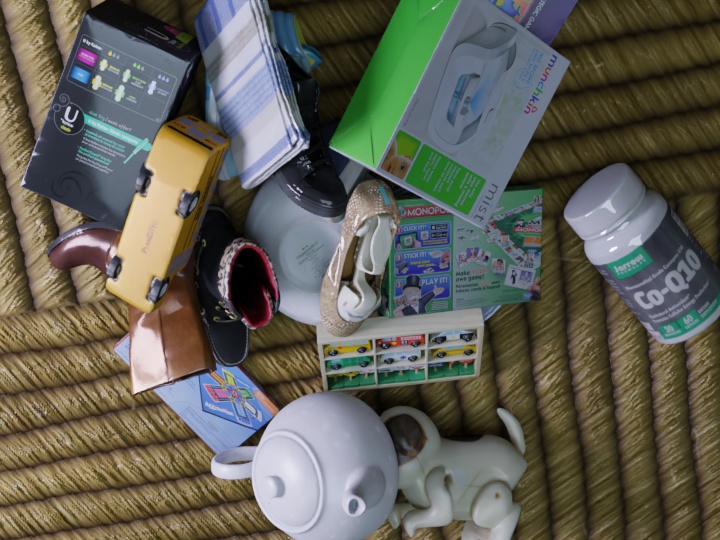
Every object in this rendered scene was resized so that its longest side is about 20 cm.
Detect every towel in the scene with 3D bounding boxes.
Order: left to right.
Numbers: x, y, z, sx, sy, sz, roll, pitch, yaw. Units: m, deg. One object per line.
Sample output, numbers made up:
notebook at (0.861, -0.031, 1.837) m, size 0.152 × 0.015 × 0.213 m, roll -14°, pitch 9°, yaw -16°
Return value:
towel at (-0.114, -0.197, 1.195) m, size 0.024 × 0.146 × 0.203 m, roll -13°, pitch 81°, yaw -32°

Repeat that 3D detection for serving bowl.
serving bowl at (-0.047, -0.024, 1.352) m, size 0.196 × 0.066 × 0.204 m, roll 3°, pitch 107°, yaw 10°

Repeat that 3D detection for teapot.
teapot at (-0.063, 0.242, 1.382) m, size 0.201 × 0.145 × 0.199 m, roll -51°, pitch 61°, yaw 34°

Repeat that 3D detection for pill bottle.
pill bottle at (0.335, -0.021, 1.367) m, size 0.113 × 0.113 × 0.200 m, roll -40°, pitch 106°, yaw 11°

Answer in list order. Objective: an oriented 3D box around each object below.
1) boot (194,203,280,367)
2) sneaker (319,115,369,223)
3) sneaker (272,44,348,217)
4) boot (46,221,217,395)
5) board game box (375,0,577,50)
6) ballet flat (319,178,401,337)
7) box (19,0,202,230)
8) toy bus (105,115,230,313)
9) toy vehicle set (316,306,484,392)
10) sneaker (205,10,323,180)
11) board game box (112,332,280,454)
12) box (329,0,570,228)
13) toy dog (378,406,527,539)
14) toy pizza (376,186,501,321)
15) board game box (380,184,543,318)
boot at (-0.145, 0.035, 1.340) m, size 0.072 × 0.150 × 0.204 m, roll -11°, pitch 109°, yaw -24°
sneaker at (-0.011, -0.152, 1.299) m, size 0.084 × 0.075 × 0.201 m, roll 29°, pitch 65°, yaw 11°
sneaker at (-0.070, -0.156, 1.214) m, size 0.059 × 0.200 × 0.105 m, roll -19°, pitch 149°, yaw -38°
boot at (-0.265, 0.042, 1.338) m, size 0.185 × 0.068 × 0.204 m, roll -12°, pitch 81°, yaw 7°
board game box at (0.135, -0.287, 1.297) m, size 0.164 × 0.057 × 0.202 m, roll 29°, pitch 105°, yaw -11°
ballet flat at (0.000, 0.000, 1.279) m, size 0.069 × 0.065 × 0.203 m, roll -4°, pitch 122°, yaw -24°
box at (-0.266, -0.174, 1.269) m, size 0.123 × 0.149 × 0.202 m, roll 23°, pitch 106°, yaw -8°
toy bus at (-0.207, -0.059, 1.245) m, size 0.064 × 0.078 × 0.202 m, roll 27°, pitch 115°, yaw 7°
toy vehicle set at (0.048, 0.098, 1.404) m, size 0.196 × 0.027 × 0.125 m, roll -6°, pitch 146°, yaw 0°
sneaker at (-0.108, -0.198, 1.306) m, size 0.128 × 0.080 × 0.203 m, roll 3°, pitch 110°, yaw -2°
board game box at (-0.202, 0.134, 1.446) m, size 0.103 × 0.019 × 0.200 m, roll -39°, pitch 106°, yaw 12°
box at (0.093, -0.174, 1.207) m, size 0.175 × 0.096 × 0.202 m, roll 25°, pitch 95°, yaw -39°
toy dog at (0.100, 0.244, 1.437) m, size 0.198 × 0.140 × 0.196 m, roll 27°, pitch 93°, yaw -11°
toy pizza at (0.093, -0.017, 1.401) m, size 0.196 × 0.032 × 0.204 m, roll -1°, pitch 110°, yaw -2°
board game box at (0.118, -0.024, 1.342) m, size 0.197 × 0.029 × 0.137 m, roll -5°, pitch 103°, yaw -20°
